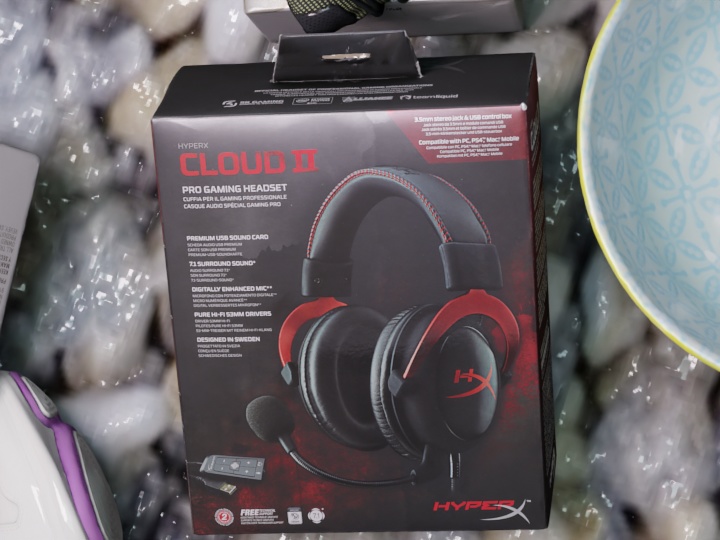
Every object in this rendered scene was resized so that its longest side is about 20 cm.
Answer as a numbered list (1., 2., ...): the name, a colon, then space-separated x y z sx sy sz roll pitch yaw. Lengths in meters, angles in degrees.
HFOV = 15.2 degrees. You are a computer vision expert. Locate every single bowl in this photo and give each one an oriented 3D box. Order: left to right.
1. bowl: 0.188 -0.047 1.077 0.199 0.108 0.201 -1 85 8

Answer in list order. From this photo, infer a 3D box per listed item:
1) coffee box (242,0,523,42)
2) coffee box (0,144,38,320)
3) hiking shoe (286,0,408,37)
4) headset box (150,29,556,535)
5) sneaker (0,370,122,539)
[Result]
1. coffee box: 0.009 -0.202 1.128 0.114 0.080 0.201 -1 85 7
2. coffee box: -0.218 0.036 1.107 0.114 0.080 0.201 11 86 43
3. hiking shoe: 0.017 -0.133 1.053 0.199 0.076 0.101 23 101 15
4. headset box: 0.000 0.000 1.076 0.148 0.075 0.201 -1 110 7
5. sneaker: -0.141 0.142 1.119 0.099 0.075 0.201 -17 83 4
